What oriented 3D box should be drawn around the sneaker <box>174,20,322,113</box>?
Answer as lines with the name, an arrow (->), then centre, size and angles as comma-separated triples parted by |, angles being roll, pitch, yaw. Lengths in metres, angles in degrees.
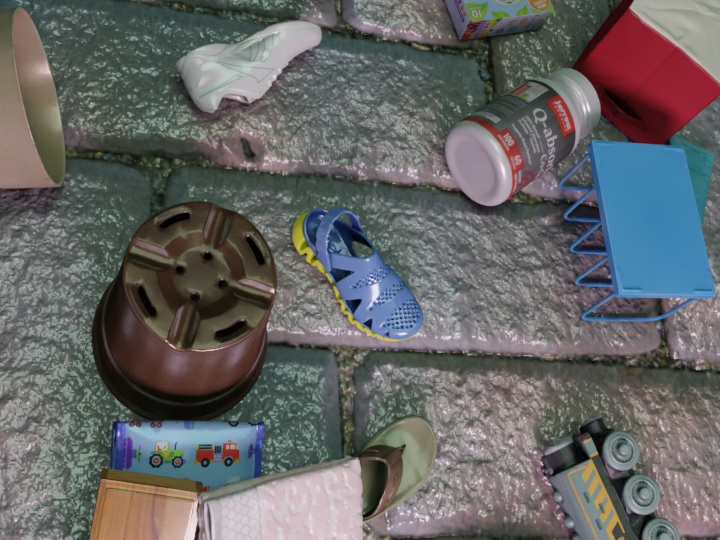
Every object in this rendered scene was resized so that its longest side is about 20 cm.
sneaker -> -0.132, -0.256, 1.176 | 0.197, 0.070, 0.082 | -25, 93, -21

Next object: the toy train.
toy train -> 0.289, 0.278, 1.092 | 0.112, 0.085, 0.203 | -20, 76, -13

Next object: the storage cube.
storage cube -> 0.424, -0.313, 1.304 | 0.170, 0.180, 0.201 | 38, 64, 0

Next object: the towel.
towel -> -0.072, 0.301, 0.927 | 0.188, 0.032, 0.205 | -4, 95, -37

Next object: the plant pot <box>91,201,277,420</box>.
plant pot -> -0.177, 0.038, 0.968 | 0.196, 0.199, 0.205 | 6, 68, -14

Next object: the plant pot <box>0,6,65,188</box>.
plant pot -> -0.436, -0.168, 0.991 | 0.195, 0.188, 0.191 | -10, 72, -6

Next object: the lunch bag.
lunch bag -> -0.180, 0.257, 0.952 | 0.147, 0.094, 0.205 | 4, 80, -18

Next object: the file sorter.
file sorter -> 0.345, -0.046, 1.207 | 0.136, 0.123, 0.204 | 1, 70, -17

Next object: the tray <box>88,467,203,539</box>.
tray -> -0.218, 0.299, 0.895 | 0.097, 0.037, 0.205 | 11, 93, -14

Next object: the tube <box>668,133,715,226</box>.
tube -> 0.457, -0.105, 1.311 | 0.076, 0.050, 0.203 | 25, 60, -11

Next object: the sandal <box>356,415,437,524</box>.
sandal -> 0.012, 0.235, 1.029 | 0.199, 0.057, 0.080 | -33, 82, -25

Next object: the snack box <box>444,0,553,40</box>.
snack box -> 0.177, -0.437, 1.343 | 0.139, 0.053, 0.204 | -12, 74, -20

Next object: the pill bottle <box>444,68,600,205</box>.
pill bottle -> 0.214, -0.180, 1.221 | 0.198, 0.116, 0.117 | -34, 82, -25

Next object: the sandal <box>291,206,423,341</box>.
sandal -> 0.000, 0.000, 1.102 | 0.200, 0.087, 0.079 | 45, 62, 1
